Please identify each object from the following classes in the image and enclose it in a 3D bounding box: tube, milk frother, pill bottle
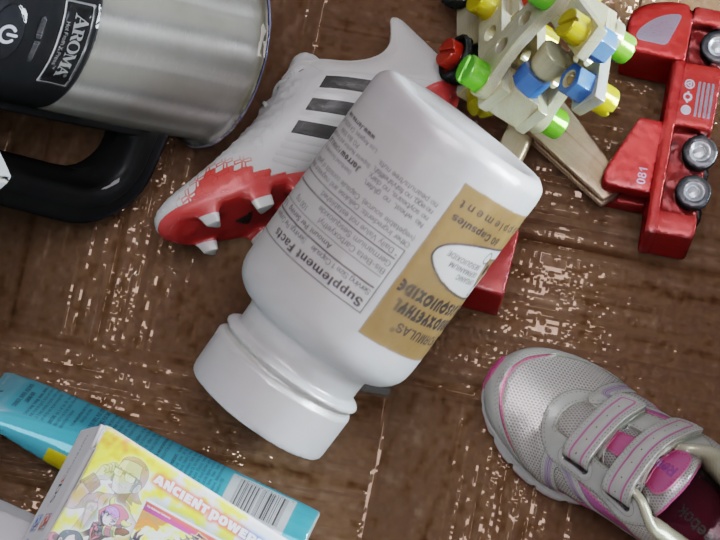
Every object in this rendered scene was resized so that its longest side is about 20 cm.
[{"bbox_3d":[-0.121,0.112,1.611,0.199,0.077,0.051,28,101,2],"label":"tube"},{"bbox_3d":[-0.186,-0.148,1.646,0.188,0.181,0.200,11,39,-35],"label":"milk frother"},{"bbox_3d":[0.000,0.000,1.597,0.114,0.114,0.200,37,99,7],"label":"pill bottle"}]

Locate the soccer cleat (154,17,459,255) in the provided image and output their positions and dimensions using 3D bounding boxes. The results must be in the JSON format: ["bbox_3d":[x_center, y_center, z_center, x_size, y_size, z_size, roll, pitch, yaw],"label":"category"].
[{"bbox_3d":[-0.037,-0.078,1.666,0.199,0.069,0.085,-27,70,-13],"label":"soccer cleat"}]

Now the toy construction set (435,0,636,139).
[{"bbox_3d":[0.107,-0.156,1.648,0.092,0.131,0.200,38,39,-16],"label":"toy construction set"}]

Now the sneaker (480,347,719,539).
[{"bbox_3d":[0.157,0.107,1.612,0.200,0.088,0.081,34,76,6],"label":"sneaker"}]

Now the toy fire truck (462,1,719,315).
[{"bbox_3d":[0.135,-0.067,1.677,0.140,0.049,0.201,11,74,1],"label":"toy fire truck"}]

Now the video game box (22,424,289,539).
[{"bbox_3d":[-0.103,0.209,1.514,0.200,0.047,0.183,34,73,-18],"label":"video game box"}]

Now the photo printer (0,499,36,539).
[{"bbox_3d":[-0.163,0.227,1.548,0.200,0.069,0.167,27,75,-20],"label":"photo printer"}]

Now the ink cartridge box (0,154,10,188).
[{"bbox_3d":[-0.287,-0.090,1.487,0.145,0.083,0.201,-36,71,28],"label":"ink cartridge box"}]
